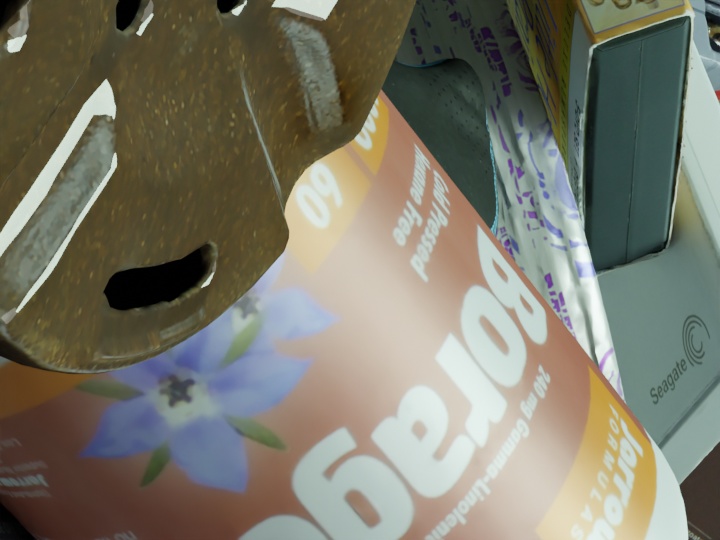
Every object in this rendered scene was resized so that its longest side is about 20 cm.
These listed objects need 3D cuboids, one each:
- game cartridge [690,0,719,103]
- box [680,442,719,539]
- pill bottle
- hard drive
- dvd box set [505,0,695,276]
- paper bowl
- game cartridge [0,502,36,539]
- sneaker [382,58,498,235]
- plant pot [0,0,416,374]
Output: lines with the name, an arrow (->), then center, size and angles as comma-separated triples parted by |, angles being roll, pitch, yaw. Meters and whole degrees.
game cartridge -> 0.116, -0.046, 1.017 | 0.199, 0.133, 0.041 | 15, 63, -38
box -> 0.062, 0.116, 1.057 | 0.200, 0.075, 0.100 | -55, -166, 1
pill bottle -> -0.003, 0.042, 0.600 | 0.200, 0.112, 0.112 | 50, 57, -25
hard drive -> 0.066, -0.040, 0.874 | 0.027, 0.201, 0.132 | -10, 157, -22
dvd box set -> 0.039, -0.115, 0.777 | 0.029, 0.201, 0.146 | -18, 158, -4
paper bowl -> 0.000, 0.000, 0.817 | 0.104, 0.201, 0.201 | -17, 143, -3
game cartridge -> -0.059, 0.088, 0.605 | 0.038, 0.130, 0.200 | -41, 165, 8
sneaker -> -0.058, -0.040, 0.671 | 0.073, 0.199, 0.082 | -42, -150, 50
plant pot -> -0.100, -0.084, 0.474 | 0.200, 0.197, 0.201 | -47, 149, -40
